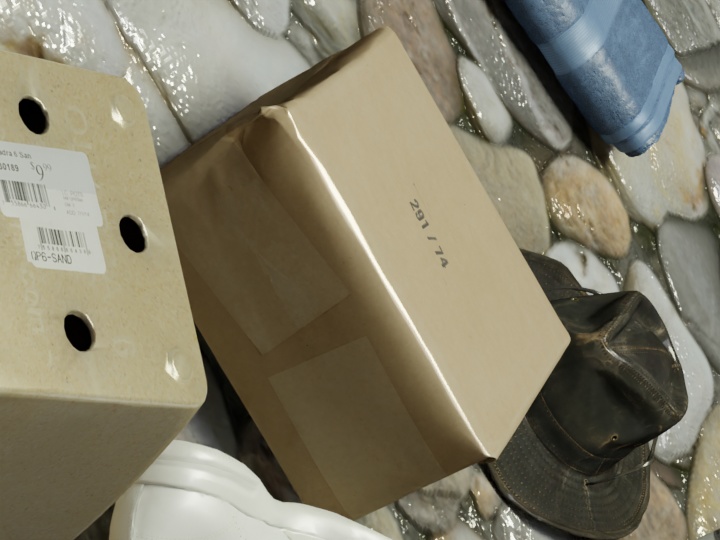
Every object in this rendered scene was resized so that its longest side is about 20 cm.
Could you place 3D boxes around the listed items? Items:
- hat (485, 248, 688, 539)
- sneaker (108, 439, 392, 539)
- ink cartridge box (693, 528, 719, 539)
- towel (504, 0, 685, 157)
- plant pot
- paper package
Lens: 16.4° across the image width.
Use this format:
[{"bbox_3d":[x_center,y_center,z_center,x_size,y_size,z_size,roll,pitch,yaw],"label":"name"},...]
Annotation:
[{"bbox_3d":[0.139,0.061,1.444,0.200,0.081,0.201,32,47,-41],"label":"hat"},{"bbox_3d":[-0.045,0.149,1.149,0.200,0.075,0.089,30,63,-41],"label":"sneaker"},{"bbox_3d":[0.269,0.185,1.443,0.145,0.200,0.084,16,53,-50],"label":"ink cartridge box"},{"bbox_3d":[0.136,-0.174,1.622,0.200,0.048,0.112,54,34,-19],"label":"towel"},{"bbox_3d":[-0.175,0.014,0.936,0.200,0.177,0.200,9,63,-53],"label":"plant pot"},{"bbox_3d":[0.000,0.000,1.243,0.200,0.103,0.191,59,24,-7],"label":"paper package"}]
